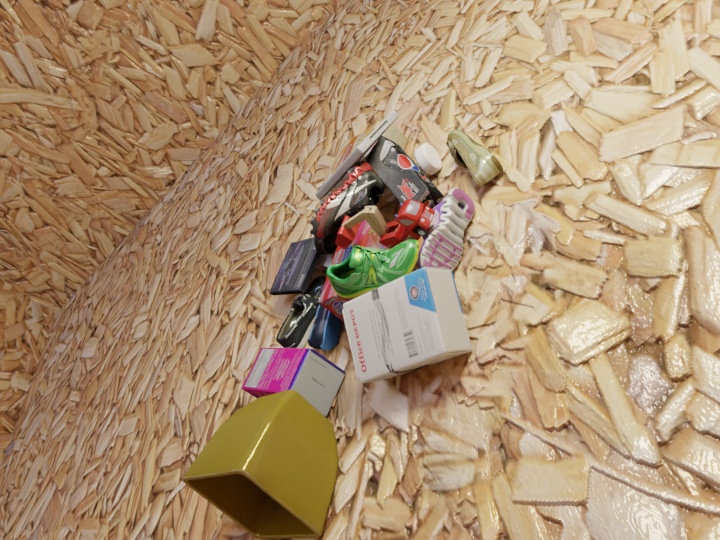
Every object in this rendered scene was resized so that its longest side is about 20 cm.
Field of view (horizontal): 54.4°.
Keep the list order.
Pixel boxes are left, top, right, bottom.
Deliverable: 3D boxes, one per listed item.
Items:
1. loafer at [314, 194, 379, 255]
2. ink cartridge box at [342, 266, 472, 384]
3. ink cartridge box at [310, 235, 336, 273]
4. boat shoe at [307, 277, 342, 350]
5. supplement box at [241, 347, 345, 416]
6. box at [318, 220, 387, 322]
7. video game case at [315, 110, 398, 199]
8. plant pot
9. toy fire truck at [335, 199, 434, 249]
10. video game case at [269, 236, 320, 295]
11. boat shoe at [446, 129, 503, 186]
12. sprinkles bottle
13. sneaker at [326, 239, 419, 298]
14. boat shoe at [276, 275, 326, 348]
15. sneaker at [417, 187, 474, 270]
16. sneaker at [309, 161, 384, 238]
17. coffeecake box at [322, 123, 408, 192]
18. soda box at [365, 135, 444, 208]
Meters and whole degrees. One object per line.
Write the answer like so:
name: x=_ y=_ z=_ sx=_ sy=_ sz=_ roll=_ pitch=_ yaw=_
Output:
loafer: x=-0.029 y=-0.116 z=1.578 sx=0.071 sy=0.073 sz=0.201 roll=35 pitch=89 yaw=39
ink cartridge box: x=0.076 y=0.097 z=1.201 sx=0.199 sy=0.083 sz=0.147 roll=-25 pitch=72 yaw=40
ink cartridge box: x=-0.068 y=-0.048 z=1.681 sx=0.110 sy=0.050 sz=0.199 roll=-56 pitch=29 yaw=-9
boat shoe: x=-0.071 y=0.072 z=1.508 sx=0.068 sy=0.084 sz=0.202 roll=-7 pitch=48 yaw=38
supplement box: x=-0.139 y=0.223 z=1.420 sx=0.199 sy=0.101 sz=0.104 roll=-7 pitch=52 yaw=54
box: x=0.000 y=0.000 z=1.474 sx=0.099 sy=0.095 sz=0.202 roll=-20 pitch=41 yaw=44
video game case: x=-0.008 y=-0.264 z=1.613 sx=0.200 sy=0.022 sz=0.182 roll=-41 pitch=8 yaw=48
plant pot: x=-0.153 y=0.330 z=1.239 sx=0.194 sy=0.194 sz=0.201 roll=-22 pitch=31 yaw=42
toy fire truck: x=0.044 y=-0.085 z=1.361 sx=0.200 sy=0.140 sz=0.049 roll=-50 pitch=13 yaw=56
video game case: x=-0.152 y=-0.010 z=1.685 sx=0.199 sy=0.019 sz=0.144 roll=-9 pitch=56 yaw=63
boat shoe: x=0.220 y=-0.231 z=1.443 sx=0.063 sy=0.073 sz=0.201 roll=-43 pitch=36 yaw=5
sprinkles bottle: x=0.092 y=-0.211 z=1.609 sx=0.199 sy=0.068 sz=0.069 roll=-32 pitch=34 yaw=33
sneaker: x=0.021 y=-0.007 z=1.302 sx=0.198 sy=0.084 sz=0.075 roll=-24 pitch=41 yaw=26
boat shoe: x=-0.129 y=0.090 z=1.600 sx=0.075 sy=0.060 sz=0.202 roll=-17 pitch=44 yaw=48
sneaker: x=0.152 y=-0.063 z=1.351 sx=0.088 sy=0.080 sz=0.202 roll=-24 pitch=34 yaw=52
sneaker: x=-0.023 y=-0.139 z=1.517 sx=0.201 sy=0.098 sz=0.071 roll=-48 pitch=-18 yaw=-9
coffeecake box: x=0.011 y=-0.279 z=1.805 sx=0.199 sy=0.073 sz=0.155 roll=-9 pitch=48 yaw=51
soda box: x=0.093 y=-0.203 z=1.517 sx=0.071 sy=0.063 sz=0.201 roll=-51 pitch=52 yaw=21
